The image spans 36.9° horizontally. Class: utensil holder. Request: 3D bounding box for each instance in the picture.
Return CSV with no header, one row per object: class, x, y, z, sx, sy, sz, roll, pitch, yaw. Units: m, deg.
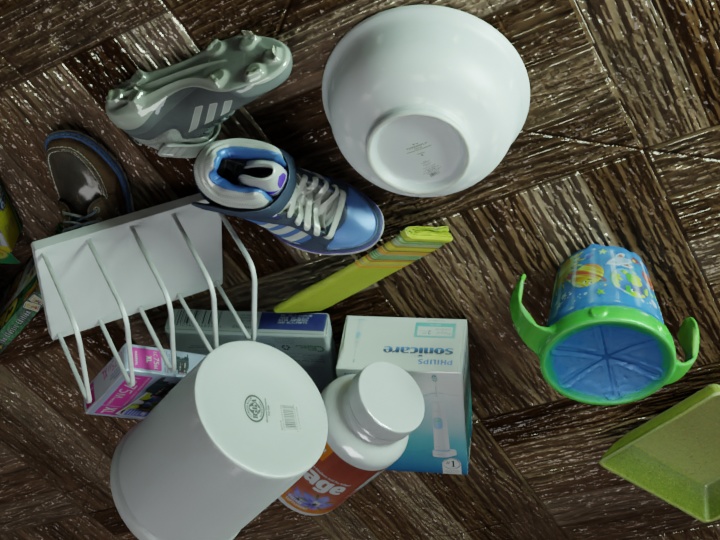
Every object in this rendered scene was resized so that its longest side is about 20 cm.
utensil holder,-0.152,0.191,1.155,0.170,0.170,0.200,28,133,-19

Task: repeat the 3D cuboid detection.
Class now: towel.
towel,0.000,0.000,1.166,0.200,0.018,0.086,-29,162,33

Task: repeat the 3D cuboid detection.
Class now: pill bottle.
pill bottle,-0.018,0.186,1.205,0.112,0.112,0.200,27,135,-18

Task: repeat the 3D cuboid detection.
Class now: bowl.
bowl,0.056,-0.135,0.998,0.200,0.091,0.202,5,136,5

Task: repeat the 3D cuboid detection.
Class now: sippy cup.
sippy cup,0.253,0.048,1.124,0.139,0.131,0.178,-28,125,31

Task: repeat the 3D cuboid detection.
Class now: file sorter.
file sorter,-0.216,0.030,1.123,0.199,0.125,0.139,-19,142,-23

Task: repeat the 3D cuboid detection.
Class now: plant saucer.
plant saucer,0.431,0.217,1.328,0.199,0.048,0.200,30,133,-20

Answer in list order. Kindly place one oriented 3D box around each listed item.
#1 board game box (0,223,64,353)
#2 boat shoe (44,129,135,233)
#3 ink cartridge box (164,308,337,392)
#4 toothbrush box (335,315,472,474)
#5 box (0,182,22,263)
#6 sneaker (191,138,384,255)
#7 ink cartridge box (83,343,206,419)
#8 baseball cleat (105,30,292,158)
board game box,-0.394,0.038,1.238,0.023,0.105,0.200,28,133,-27
boat shoe,-0.279,-0.057,1.144,0.072,0.073,0.200,-8,134,16
ink cartridge box,-0.123,0.125,1.330,0.196,0.043,0.200,1,139,8
toothbrush box,0.057,0.151,1.294,0.146,0.085,0.200,1,136,11
box,-0.447,-0.084,1.164,0.117,0.048,0.200,-1,134,10
sneaker,-0.066,-0.069,1.045,0.199,0.081,0.146,20,178,-5
ink cartridge box,-0.204,0.138,1.251,0.199,0.042,0.119,9,145,-34
baseball cleat,-0.141,-0.164,1.030,0.199,0.070,0.106,-8,148,23
